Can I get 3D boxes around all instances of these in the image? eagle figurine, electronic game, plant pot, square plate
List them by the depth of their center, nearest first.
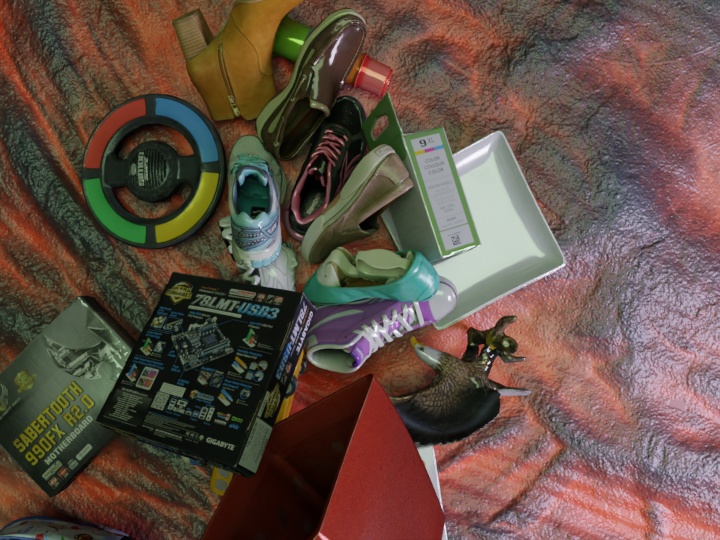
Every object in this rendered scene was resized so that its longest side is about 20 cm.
[{"bbox_3d":[-0.024,0.263,0.629,0.199,0.201,0.177,-33,107,31],"label":"plant pot"},{"bbox_3d":[0.104,0.147,0.768,0.150,0.152,0.200,28,67,37],"label":"eagle figurine"},{"bbox_3d":[-0.269,-0.129,0.809,0.197,0.042,0.203,0,88,8],"label":"electronic game"},{"bbox_3d":[0.143,-0.054,0.831,0.196,0.028,0.202,-26,88,-2],"label":"square plate"}]

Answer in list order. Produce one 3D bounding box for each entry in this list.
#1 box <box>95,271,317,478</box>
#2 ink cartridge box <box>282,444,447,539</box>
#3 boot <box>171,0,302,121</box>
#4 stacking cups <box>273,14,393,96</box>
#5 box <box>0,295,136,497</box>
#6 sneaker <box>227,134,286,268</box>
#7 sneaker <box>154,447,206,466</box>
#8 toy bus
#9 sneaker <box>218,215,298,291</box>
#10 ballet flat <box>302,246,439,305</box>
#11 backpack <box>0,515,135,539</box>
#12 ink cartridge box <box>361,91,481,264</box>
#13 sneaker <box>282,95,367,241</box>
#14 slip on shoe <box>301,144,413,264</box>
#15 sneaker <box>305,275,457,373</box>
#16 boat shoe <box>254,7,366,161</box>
[{"bbox_3d":[-0.172,0.107,0.709,0.197,0.050,0.201,7,61,24],"label":"box"},{"bbox_3d":[0.003,0.297,0.784,0.197,0.088,0.148,-8,87,-3],"label":"ink cartridge box"},{"bbox_3d":[-0.126,-0.271,0.783,0.198,0.071,0.145,-11,125,18],"label":"boot"},{"bbox_3d":[-0.053,-0.289,0.821,0.198,0.061,0.061,22,87,0],"label":"stacking cups"},{"bbox_3d":[-0.370,0.158,0.801,0.200,0.048,0.158,-44,90,-3],"label":"box"},{"bbox_3d":[-0.127,-0.106,0.768,0.076,0.087,0.202,-6,54,-9],"label":"sneaker"},{"bbox_3d":[-0.206,0.132,0.771,0.084,0.077,0.202,8,62,4],"label":"sneaker"},{"bbox_3d":[-0.124,0.181,0.768,0.077,0.065,0.203,16,106,2],"label":"toy bus"},{"bbox_3d":[-0.111,0.011,0.805,0.080,0.075,0.202,-24,88,-11],"label":"sneaker"},{"bbox_3d":[0.000,0.000,0.759,0.198,0.071,0.068,-2,46,34],"label":"ballet flat"},{"bbox_3d":[-0.374,0.385,0.741,0.188,0.154,0.203,17,81,-8],"label":"backpack"},{"bbox_3d":[0.071,-0.108,0.762,0.059,0.104,0.203,-18,87,-18],"label":"ink cartridge box"},{"bbox_3d":[-0.042,-0.135,0.799,0.078,0.095,0.203,20,86,2],"label":"sneaker"},{"bbox_3d":[-0.006,-0.063,0.762,0.061,0.076,0.200,47,126,8],"label":"slip on shoe"},{"bbox_3d":[0.027,0.074,0.766,0.198,0.115,0.073,-17,118,11],"label":"sneaker"},{"bbox_3d":[-0.052,-0.221,0.775,0.203,0.074,0.075,-50,50,27],"label":"boat shoe"}]
